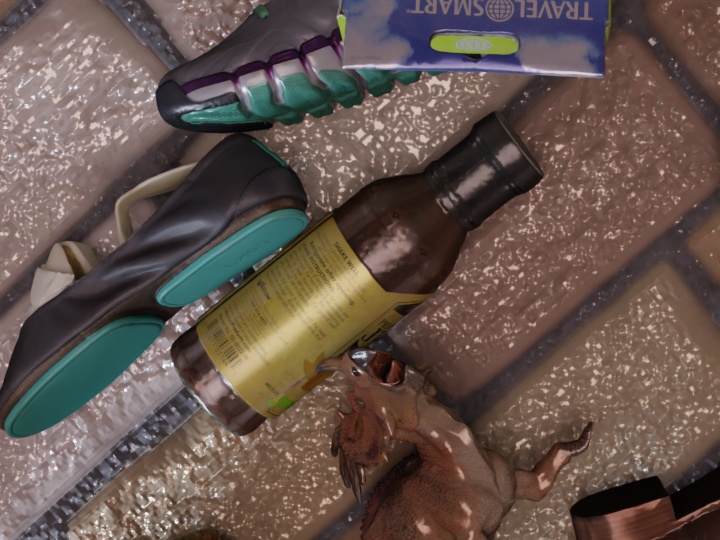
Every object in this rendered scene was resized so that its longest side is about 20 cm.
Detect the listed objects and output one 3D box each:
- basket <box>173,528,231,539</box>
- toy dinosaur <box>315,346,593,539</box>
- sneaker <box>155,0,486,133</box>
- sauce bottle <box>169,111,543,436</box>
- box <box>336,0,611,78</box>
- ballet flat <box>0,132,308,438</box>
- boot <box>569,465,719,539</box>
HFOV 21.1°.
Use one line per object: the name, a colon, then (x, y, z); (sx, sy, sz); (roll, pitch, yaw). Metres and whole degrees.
basket: (-0.108, 0.226, 0.917); (0.148, 0.200, 0.143); (-34, 97, 10)
toy dinosaur: (0.030, 0.123, 0.951); (0.134, 0.086, 0.202); (18, 114, 8)
sneaker: (-0.007, -0.128, 0.923); (0.198, 0.074, 0.088); (-16, 80, 1)
sauce bottle: (0.000, 0.000, 0.937); (0.199, 0.065, 0.065); (-38, 96, 11)
box: (0.054, -0.177, 0.871); (0.121, 0.048, 0.202); (2, 76, 4)
ballet flat: (-0.113, 0.002, 0.951); (0.199, 0.073, 0.073); (-38, 96, 16)
boot: (0.210, 0.192, 0.959); (0.185, 0.064, 0.202); (-13, 100, 11)
